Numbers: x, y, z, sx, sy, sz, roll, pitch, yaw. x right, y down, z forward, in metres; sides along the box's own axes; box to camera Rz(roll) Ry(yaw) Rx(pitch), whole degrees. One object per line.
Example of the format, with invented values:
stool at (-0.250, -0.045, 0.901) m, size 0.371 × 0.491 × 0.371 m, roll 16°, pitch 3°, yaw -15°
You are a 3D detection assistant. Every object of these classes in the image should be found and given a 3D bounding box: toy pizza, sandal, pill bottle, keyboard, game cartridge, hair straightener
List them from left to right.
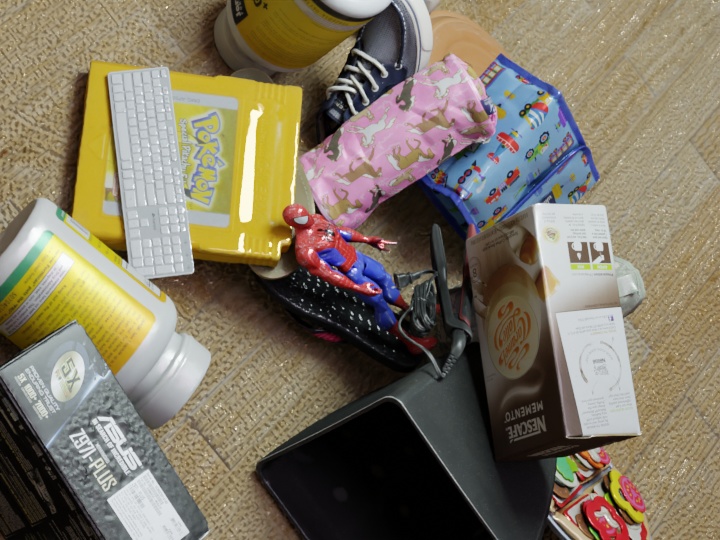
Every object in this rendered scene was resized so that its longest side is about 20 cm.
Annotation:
pill bottle at (-0.227, 0.042, 1.454) m, size 0.200 × 0.113 × 0.113 m, roll 40°, pitch 56°, yaw -16°
keyboard at (-0.187, -0.088, 1.528) m, size 0.056 × 0.011 × 0.202 m, roll -5°, pitch 70°, yaw -13°
game cartridge at (-0.156, -0.098, 1.558) m, size 0.198 × 0.032 × 0.178 m, roll 5°, pitch 69°, yaw -7°
sandal at (-0.091, -0.081, 1.618) m, size 0.077 × 0.070 × 0.213 m, roll -7°, pitch 70°, yaw -12°
pill bottle at (-0.058, -0.255, 1.619) m, size 0.111 × 0.200 × 0.113 m, roll 12°, pitch 67°, yaw -30°
sandal at (-0.030, 0.038, 1.627) m, size 0.199 × 0.045 × 0.075 m, roll 35°, pitch 48°, yaw -10°
hair straightener at (0.065, 0.026, 1.548) m, size 0.076 × 0.041 × 0.201 m, roll 1°, pitch 40°, yaw 5°
toy pizza at (0.225, 0.214, 1.696) m, size 0.200 × 0.032 × 0.201 m, roll 36°, pitch 28°, yaw -22°

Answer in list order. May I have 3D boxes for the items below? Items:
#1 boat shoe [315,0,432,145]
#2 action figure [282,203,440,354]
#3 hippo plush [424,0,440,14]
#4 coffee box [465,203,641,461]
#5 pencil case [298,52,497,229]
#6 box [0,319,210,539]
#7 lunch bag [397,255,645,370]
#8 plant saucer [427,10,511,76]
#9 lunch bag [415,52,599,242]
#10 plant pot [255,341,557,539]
boat shoe at (0.009, -0.185, 1.654) m, size 0.075 × 0.201 × 0.093 m, roll 37°, pitch 56°, yaw 23°
action figure at (0.000, 0.000, 1.570) m, size 0.200 × 0.051 × 0.066 m, roll 38°, pitch 47°, yaw -30°
hippo plush at (0.007, -0.349, 1.760) m, size 0.198 × 0.160 × 0.162 m, roll -10°, pitch 51°, yaw 7°
coffee box at (0.164, 0.055, 1.479) m, size 0.079 × 0.114 × 0.202 m, roll 0°, pitch 74°, yaw -29°
pencil case at (0.034, -0.119, 1.628) m, size 0.087 × 0.199 × 0.083 m, roll 61°, pitch 8°, yaw 32°
box at (-0.236, 0.162, 1.373) m, size 0.086 × 0.163 × 0.201 m, roll -35°, pitch 93°, yaw -37°
lunch bag at (0.159, 0.044, 1.662) m, size 0.163 × 0.200 × 0.118 m, roll -17°, pitch 84°, yaw -36°
plant saucer at (0.117, -0.182, 1.793) m, size 0.199 × 0.032 × 0.202 m, roll 25°, pitch 52°, yaw -36°
lunch bag at (0.154, -0.091, 1.728) m, size 0.151 × 0.094 × 0.200 m, roll -47°, pitch 141°, yaw -5°
plant pot at (0.065, 0.182, 1.564) m, size 0.201 × 0.199 × 0.177 m, roll 55°, pitch 42°, yaw -5°
